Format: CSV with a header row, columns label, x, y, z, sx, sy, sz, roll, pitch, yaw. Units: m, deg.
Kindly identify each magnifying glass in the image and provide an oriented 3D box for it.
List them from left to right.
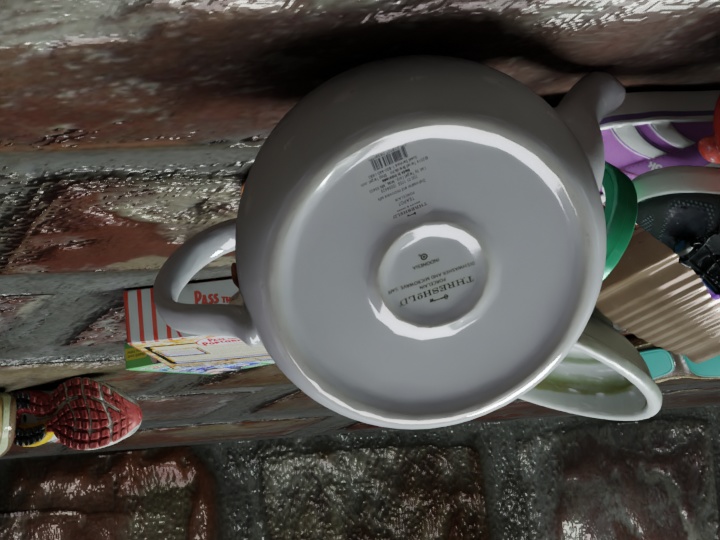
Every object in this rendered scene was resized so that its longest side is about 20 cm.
label,x,y,z,sx,sy,sz,roll,pitch,yaw
magnifying glass,0.077,-0.004,1.075,0.022,0.080,0.199,26,147,-27

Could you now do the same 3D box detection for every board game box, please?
label,x,y,z,sx,sy,sz,roll,pitch,yaw
board game box,-0.107,0.046,1.648,0.150,0.047,0.200,-6,171,4
board game box,-0.107,0.070,1.854,0.198,0.029,0.134,-11,168,32

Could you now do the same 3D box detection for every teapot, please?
label,x,y,z,sx,sy,sz,roll,pitch,yaw
teapot,0.021,-0.026,0.984,0.198,0.199,0.146,19,-160,-18

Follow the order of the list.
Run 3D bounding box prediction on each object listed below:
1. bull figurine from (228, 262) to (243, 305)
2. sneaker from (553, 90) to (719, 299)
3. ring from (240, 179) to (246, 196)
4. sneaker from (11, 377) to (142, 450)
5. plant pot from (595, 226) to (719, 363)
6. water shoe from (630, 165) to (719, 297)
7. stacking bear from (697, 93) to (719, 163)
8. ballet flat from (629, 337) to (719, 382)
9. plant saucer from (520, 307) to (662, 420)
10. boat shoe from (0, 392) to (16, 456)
label,x,y,z,sx,sy,sz,roll,pitch,yaw
bull figurine,0.000,0.000,1.375,0.198,0.066,0.121,-7,166,-22
sneaker,0.169,-0.040,1.097,0.198,0.116,0.073,-4,172,-2
ring,0.013,-0.003,1.201,0.199,0.019,0.201,24,161,9
sneaker,-0.304,0.154,2.138,0.082,0.079,0.199,-2,180,-45
plant pot,0.234,-0.003,1.231,0.199,0.093,0.201,-25,175,-2
water shoe,0.225,0.012,1.032,0.198,0.080,0.072,25,159,-7
stacking bear,0.273,-0.073,1.001,0.198,0.115,0.121,3,168,-22
ballet flat,0.371,0.089,2.214,0.198,0.071,0.065,-9,-162,33
plant saucer,0.116,0.043,1.325,0.198,0.051,0.200,20,165,6
boat shoe,-0.438,0.173,2.170,0.075,0.073,0.200,11,165,-23
